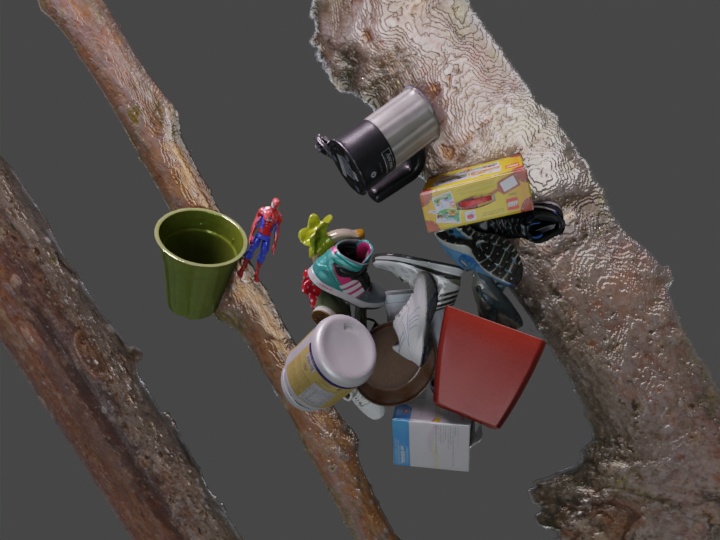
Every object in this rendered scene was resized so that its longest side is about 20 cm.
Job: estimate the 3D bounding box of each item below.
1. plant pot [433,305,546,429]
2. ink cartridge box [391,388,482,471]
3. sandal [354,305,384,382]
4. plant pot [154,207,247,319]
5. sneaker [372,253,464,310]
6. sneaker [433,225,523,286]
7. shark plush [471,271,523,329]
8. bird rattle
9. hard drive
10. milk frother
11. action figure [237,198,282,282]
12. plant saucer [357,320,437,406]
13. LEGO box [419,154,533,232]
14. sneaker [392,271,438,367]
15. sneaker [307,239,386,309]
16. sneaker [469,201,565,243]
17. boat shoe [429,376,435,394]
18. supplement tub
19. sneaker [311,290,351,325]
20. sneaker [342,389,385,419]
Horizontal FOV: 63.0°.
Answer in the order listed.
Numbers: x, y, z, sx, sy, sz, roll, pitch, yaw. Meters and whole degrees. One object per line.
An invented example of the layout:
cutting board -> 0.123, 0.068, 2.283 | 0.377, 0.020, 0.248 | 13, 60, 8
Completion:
plant pot -> 0.235, 0.204, 1.167 | 0.195, 0.200, 0.181 | 19, 80, 14
ink cartridge box -> 0.177, 0.357, 1.327 | 0.194, 0.129, 0.129 | 3, 113, 12
sandal -> 0.030, 0.157, 1.329 | 0.056, 0.080, 0.206 | -19, 109, -7
plant pot -> -0.365, -0.001, 1.310 | 0.196, 0.201, 0.193 | 24, 125, 3
sneaker -> 0.111, 0.031, 1.234 | 0.195, 0.076, 0.119 | 11, 92, 11
sneaker -> 0.238, -0.032, 1.174 | 0.198, 0.091, 0.079 | 37, 74, 27
shark plush -> 0.277, 0.035, 1.244 | 0.081, 0.091, 0.205 | -19, 84, -1
bird rattle -> -0.057, -0.017, 1.268 | 0.158, 0.113, 0.206 | -7, 112, -2
hard drive -> 0.129, 0.141, 1.317 | 0.128, 0.027, 0.206 | -5, 109, 15
milk frother -> 0.023, -0.260, 1.146 | 0.186, 0.182, 0.201 | -35, 67, -12
action figure -> -0.218, -0.068, 1.307 | 0.064, 0.052, 0.204 | 16, 112, -16
plant saucer -> 0.071, 0.199, 1.288 | 0.194, 0.037, 0.207 | -4, 107, -12
LEGO box -> 0.222, -0.149, 1.122 | 0.194, 0.149, 0.079 | -12, 107, 17
sneaker -> 0.107, 0.097, 1.195 | 0.085, 0.074, 0.206 | 15, 112, 22
sneaker -> 0.000, 0.000, 1.218 | 0.197, 0.085, 0.121 | 22, 123, -34
sneaker -> 0.297, -0.092, 1.145 | 0.194, 0.112, 0.075 | -7, 108, 15
boat shoe -> 0.246, 0.234, 1.282 | 0.194, 0.073, 0.068 | -13, 142, 14
supplement tub -> -0.070, 0.195, 1.197 | 0.145, 0.146, 0.200 | 41, 137, -4
sneaker -> -0.038, 0.108, 1.279 | 0.065, 0.092, 0.201 | -5, 141, 26
sneaker -> -0.014, 0.284, 1.355 | 0.073, 0.116, 0.203 | -29, 102, 19
